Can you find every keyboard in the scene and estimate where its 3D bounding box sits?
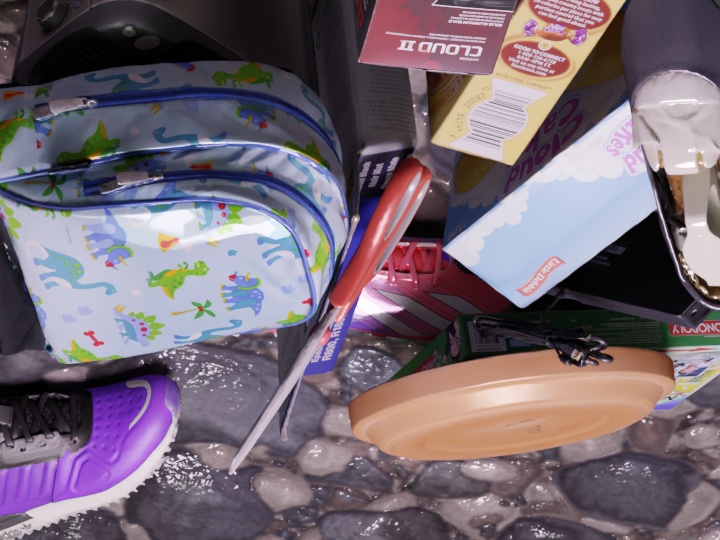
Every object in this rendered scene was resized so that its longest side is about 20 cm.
[{"bbox_3d":[0.127,0.008,1.625,0.200,0.127,0.021,14,140,52],"label":"keyboard"}]

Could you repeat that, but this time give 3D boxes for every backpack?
[{"bbox_3d":[-0.104,-0.032,1.434,0.199,0.154,0.164,-17,135,-9],"label":"backpack"}]

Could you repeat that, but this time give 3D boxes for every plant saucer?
[{"bbox_3d":[0.093,0.084,1.702,0.199,0.033,0.200,-7,167,-2],"label":"plant saucer"}]

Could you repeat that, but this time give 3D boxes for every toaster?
[{"bbox_3d":[-0.096,-0.117,1.525,0.113,0.130,0.200,-33,131,32],"label":"toaster"}]

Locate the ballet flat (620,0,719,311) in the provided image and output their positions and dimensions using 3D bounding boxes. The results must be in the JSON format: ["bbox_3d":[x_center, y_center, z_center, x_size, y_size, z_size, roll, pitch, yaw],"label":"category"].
[{"bbox_3d":[0.178,-0.058,1.476,0.073,0.073,0.201,-10,129,8],"label":"ballet flat"}]

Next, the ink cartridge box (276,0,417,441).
[{"bbox_3d":[-0.012,-0.040,1.567,0.040,0.201,0.200,6,140,-12],"label":"ink cartridge box"}]

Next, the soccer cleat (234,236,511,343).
[{"bbox_3d":[0.000,0.000,1.722,0.199,0.067,0.077,-2,137,3],"label":"soccer cleat"}]

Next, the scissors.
[{"bbox_3d":[-0.014,0.026,1.460,0.014,0.201,0.073,27,168,7],"label":"scissors"}]

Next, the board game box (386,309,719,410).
[{"bbox_3d":[0.132,0.058,1.763,0.199,0.029,0.135,-2,160,-21],"label":"board game box"}]

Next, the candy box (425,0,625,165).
[{"bbox_3d":[0.098,-0.166,1.491,0.056,0.117,0.200,13,138,-18],"label":"candy box"}]

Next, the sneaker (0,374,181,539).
[{"bbox_3d":[-0.212,0.112,1.833,0.199,0.070,0.099,-28,132,25],"label":"sneaker"}]

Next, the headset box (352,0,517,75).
[{"bbox_3d":[0.044,-0.208,1.413,0.077,0.149,0.200,5,140,-12],"label":"headset box"}]

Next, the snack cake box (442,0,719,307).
[{"bbox_3d":[0.138,-0.083,1.584,0.067,0.115,0.200,36,127,-21],"label":"snack cake box"}]
